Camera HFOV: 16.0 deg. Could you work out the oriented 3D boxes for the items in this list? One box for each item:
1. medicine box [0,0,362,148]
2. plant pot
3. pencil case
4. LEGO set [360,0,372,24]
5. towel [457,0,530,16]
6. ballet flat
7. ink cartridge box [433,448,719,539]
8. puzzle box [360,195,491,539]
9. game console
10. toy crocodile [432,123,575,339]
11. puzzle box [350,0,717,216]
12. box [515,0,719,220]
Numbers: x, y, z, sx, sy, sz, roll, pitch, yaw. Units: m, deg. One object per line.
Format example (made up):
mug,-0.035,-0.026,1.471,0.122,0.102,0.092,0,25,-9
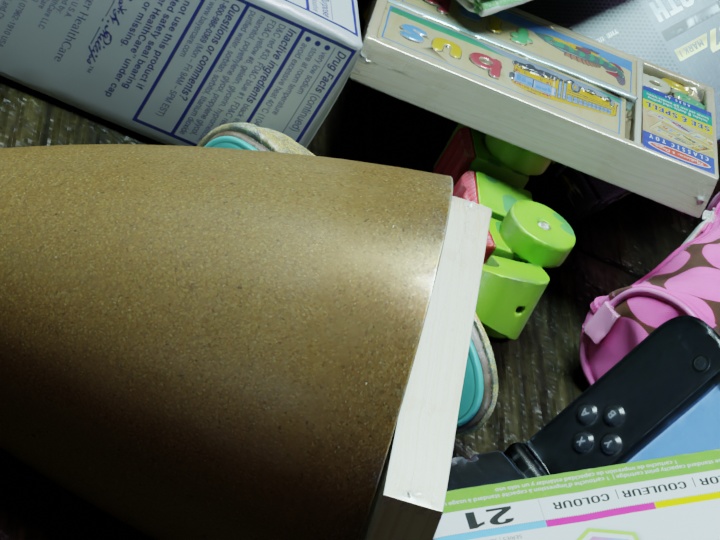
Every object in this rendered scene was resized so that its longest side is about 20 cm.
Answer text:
medicine box,-0.109,-0.163,1.334,0.199,0.103,0.183,23,31,-19
plant pot,-0.083,0.025,1.041,0.199,0.187,0.187,15,31,-2
pencil case,0.189,0.019,1.381,0.094,0.091,0.200,49,33,6
LEGO set,0.066,-0.218,1.572,0.153,0.116,0.200,21,32,-22
towel,0.065,-0.214,1.444,0.152,0.023,0.200,-21,45,-29
ballet flat,0.000,0.000,1.250,0.200,0.071,0.071,43,31,15
ink cartridge box,0.115,0.177,1.026,0.147,0.076,0.201,-8,43,-8
puzzle box,0.017,0.076,1.059,0.025,0.134,0.200,16,38,-2
game console,0.129,0.126,1.142,0.200,0.172,0.119,53,8,29
toy crocodile,0.067,-0.030,1.349,0.061,0.068,0.200,21,32,-19
puzzle box,0.096,-0.101,1.373,0.199,0.026,0.133,21,26,-4
box,0.174,-0.145,1.482,0.199,0.051,0.158,-28,85,-13
